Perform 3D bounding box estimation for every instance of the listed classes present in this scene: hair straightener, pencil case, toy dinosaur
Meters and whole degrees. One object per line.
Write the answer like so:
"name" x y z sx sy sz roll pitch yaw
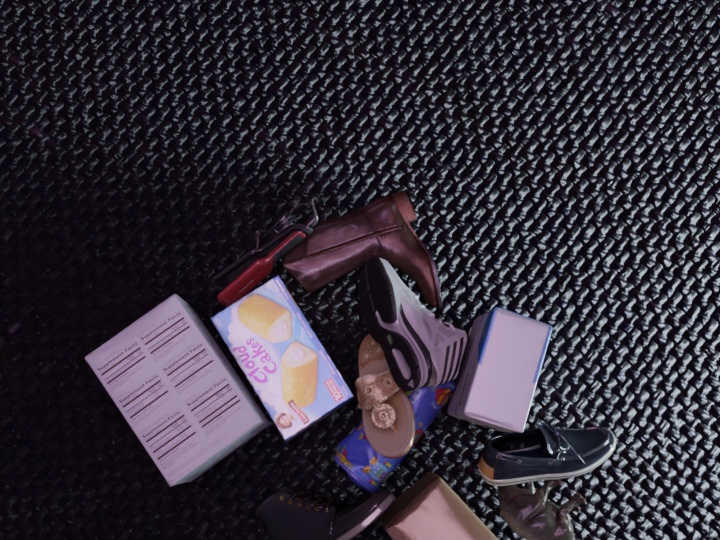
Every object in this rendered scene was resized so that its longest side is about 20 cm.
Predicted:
"hair straightener" -0.134 -0.040 1.749 0.200 0.041 0.077 -44 46 12
"pencil case" 0.045 0.207 1.716 0.087 0.078 0.200 35 84 20
"toy dinosaur" 0.242 0.332 1.701 0.200 0.077 0.102 43 71 1

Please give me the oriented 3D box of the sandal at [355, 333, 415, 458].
"sandal" 0.015 0.154 1.671 0.077 0.070 0.212 -31 40 20

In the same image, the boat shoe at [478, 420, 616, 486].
"boat shoe" 0.257 0.242 1.699 0.199 0.075 0.063 -9 123 -12

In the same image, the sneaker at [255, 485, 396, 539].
"sneaker" -0.053 0.322 1.677 0.200 0.075 0.107 -34 81 20

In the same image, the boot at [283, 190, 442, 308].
"boot" 0.000 0.000 1.751 0.199 0.064 0.187 -21 73 -4

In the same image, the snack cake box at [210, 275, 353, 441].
"snack cake box" -0.108 0.123 1.733 0.115 0.067 0.201 -32 83 -5

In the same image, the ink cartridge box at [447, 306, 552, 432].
"ink cartridge box" 0.182 0.136 1.666 0.084 0.200 0.145 17 83 -1

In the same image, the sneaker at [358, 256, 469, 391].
"sneaker" 0.075 0.071 1.693 0.115 0.076 0.201 -1 58 -38

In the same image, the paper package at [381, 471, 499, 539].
"paper package" 0.128 0.372 1.638 0.103 0.191 0.200 -42 86 -5

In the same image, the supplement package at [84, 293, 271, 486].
"supplement package" -0.238 0.163 1.665 0.147 0.191 0.200 -35 83 -5
